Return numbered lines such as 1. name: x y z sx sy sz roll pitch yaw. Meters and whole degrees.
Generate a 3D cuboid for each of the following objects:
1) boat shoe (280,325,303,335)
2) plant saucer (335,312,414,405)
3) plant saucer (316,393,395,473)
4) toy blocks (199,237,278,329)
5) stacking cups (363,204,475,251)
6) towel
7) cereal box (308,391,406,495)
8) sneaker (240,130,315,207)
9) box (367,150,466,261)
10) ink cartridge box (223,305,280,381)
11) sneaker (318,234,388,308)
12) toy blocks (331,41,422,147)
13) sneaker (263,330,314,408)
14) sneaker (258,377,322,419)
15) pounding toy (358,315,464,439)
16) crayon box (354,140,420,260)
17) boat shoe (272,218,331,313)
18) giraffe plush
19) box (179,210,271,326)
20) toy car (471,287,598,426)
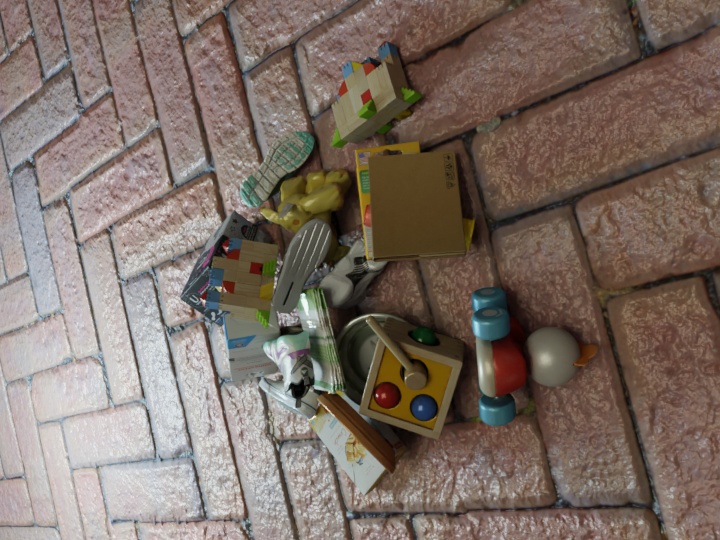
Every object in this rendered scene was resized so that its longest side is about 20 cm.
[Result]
1. boat shoe: -0.090 0.149 1.524 0.198 0.072 0.076 14 109 44
2. plant saucer: 0.042 0.173 1.412 0.196 0.050 0.205 3 105 10
3. plant saucer: -0.002 0.301 1.376 0.037 0.201 0.199 -45 62 -9
4. toy blocks: -0.237 0.016 1.424 0.101 0.134 0.203 112 165 -55
5. stacking cups: 0.104 -0.081 1.299 0.196 0.061 0.062 10 103 9
6. towel: -0.087 0.136 1.409 0.149 0.030 0.204 -10 94 66
7. cereal box: -0.011 0.342 1.508 0.200 0.039 0.145 47 121 25
8. sneaker: -0.173 -0.218 1.548 0.199 0.091 0.078 -42 87 9
9. box: 0.095 -0.115 1.268 0.160 0.021 0.204 -4 66 3
10. ink cartridge box: -0.237 0.162 1.584 0.201 0.114 0.069 102 155 -56
11. sneaker: 0.000 0.000 1.435 0.200 0.115 0.075 -44 78 -5
12. toy blocks: 0.013 -0.342 1.377 0.198 0.099 0.139 -30 68 38
13. sneaker: -0.138 0.201 1.440 0.200 0.076 0.143 146 112 -73
14. sneaker: -0.149 0.266 1.600 0.198 0.073 0.071 16 65 48
15. pounding toy: 0.083 0.177 1.304 0.180 0.142 0.204 17 108 5
16. crayon box: 0.061 -0.128 1.349 0.123 0.052 0.205 -6 92 4
17. boat shoe: -0.121 -0.017 1.381 0.202 0.071 0.071 -60 23 18
18. giraffe plush: -0.089 -0.089 1.461 0.170 0.201 0.164 0 125 35
19. box: -0.289 -0.009 1.573 0.114 0.202 0.132 35 127 -20
20. toy car: 0.288 0.135 1.200 0.195 0.177 0.188 -4 108 10
